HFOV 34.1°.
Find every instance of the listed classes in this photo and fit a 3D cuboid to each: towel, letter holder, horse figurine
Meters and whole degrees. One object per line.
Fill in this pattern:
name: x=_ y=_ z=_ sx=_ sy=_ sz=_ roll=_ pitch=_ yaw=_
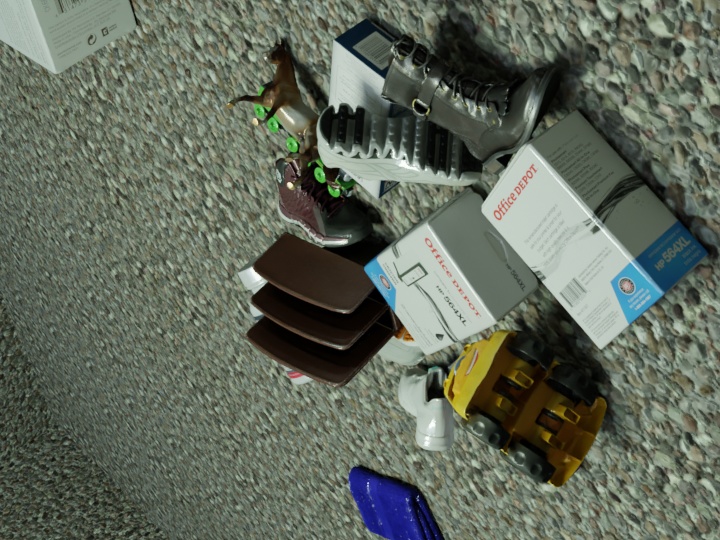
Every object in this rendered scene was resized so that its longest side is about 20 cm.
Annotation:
towel: x=0.058 y=0.435 z=2.087 sx=0.199 sy=0.049 sz=0.149 roll=6 pitch=127 yaw=57
letter holder: x=-0.069 y=0.055 z=1.606 sx=0.198 sy=0.142 sz=0.102 roll=23 pitch=145 yaw=38
horse figurine: x=-0.087 y=-0.190 z=1.530 sx=0.201 sy=0.133 sz=0.050 roll=51 pitch=132 yaw=-7

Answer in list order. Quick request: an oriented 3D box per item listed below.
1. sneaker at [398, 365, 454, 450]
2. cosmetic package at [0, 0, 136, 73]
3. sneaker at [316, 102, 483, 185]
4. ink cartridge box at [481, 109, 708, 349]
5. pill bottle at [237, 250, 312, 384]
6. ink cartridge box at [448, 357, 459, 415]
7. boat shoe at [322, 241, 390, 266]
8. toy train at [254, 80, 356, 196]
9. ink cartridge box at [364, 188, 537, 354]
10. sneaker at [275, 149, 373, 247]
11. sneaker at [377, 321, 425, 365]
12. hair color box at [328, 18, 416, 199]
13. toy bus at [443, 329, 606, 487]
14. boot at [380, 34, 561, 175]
sneaker: x=0.100 y=0.170 z=1.656 sx=0.200 sy=0.074 sz=0.090 roll=-113 pitch=24 yaw=-68
cosmetic package: x=-0.488 y=-0.444 z=1.845 sx=0.199 sy=0.164 sz=0.167 roll=32 pitch=146 yaw=39
sneaker: x=0.044 y=-0.135 z=1.356 sx=0.196 sy=0.076 sz=0.081 roll=14 pitch=151 yaw=-2
ink cartridge box: x=0.235 y=-0.041 z=1.208 sx=0.201 sy=0.084 sz=0.146 roll=51 pitch=153 yaw=10
pill bottle: x=-0.106 y=0.065 z=1.853 sx=0.202 sy=0.119 sz=0.119 roll=59 pitch=153 yaw=-9
ink cartridge box: x=0.205 y=0.197 z=1.576 sx=0.199 sy=0.044 sz=0.095 roll=33 pitch=148 yaw=37
boat shoe: x=0.000 y=0.000 z=1.656 sx=0.199 sy=0.073 sz=0.066 roll=10 pitch=125 yaw=54
toy train: x=-0.073 y=-0.182 z=1.607 sx=0.200 sy=0.041 sz=0.057 roll=47 pitch=142 yaw=16
ink cartridge box: x=0.108 y=0.006 z=1.455 sx=0.147 sy=0.084 sz=0.200 roll=54 pitch=154 yaw=0
sneaker: x=-0.066 y=-0.110 z=1.639 sx=0.199 sy=0.075 sz=0.117 roll=24 pitch=137 yaw=47
sneaker: x=0.078 y=0.093 z=1.658 sx=0.092 sy=0.076 sz=0.199 roll=42 pitch=157 yaw=-26
hair color box: x=0.015 y=-0.193 z=1.422 sx=0.100 sy=0.060 sz=0.201 roll=41 pitch=150 yaw=22
toy bus: x=0.171 y=0.148 z=1.438 sx=0.199 sy=0.137 sz=0.191 roll=37 pitch=173 yaw=-31
boot: x=0.104 y=-0.188 z=1.222 sx=0.173 sy=0.070 sz=0.200 roll=35 pitch=154 yaw=0
